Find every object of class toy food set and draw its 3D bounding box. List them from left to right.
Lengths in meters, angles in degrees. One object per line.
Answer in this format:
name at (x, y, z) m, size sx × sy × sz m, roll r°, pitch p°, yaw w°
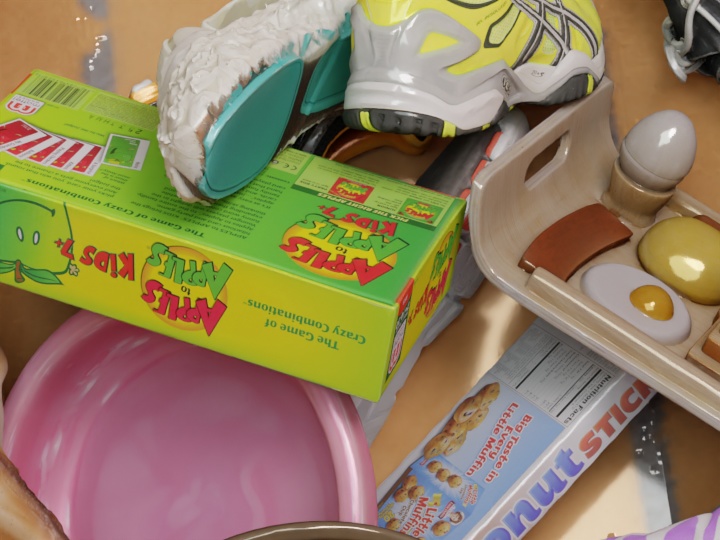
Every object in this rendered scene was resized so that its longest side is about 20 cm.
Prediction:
toy food set at (0.156, -0.003, 1.237) m, size 0.200 × 0.143 × 0.061 m, roll 33°, pitch 123°, yaw 13°

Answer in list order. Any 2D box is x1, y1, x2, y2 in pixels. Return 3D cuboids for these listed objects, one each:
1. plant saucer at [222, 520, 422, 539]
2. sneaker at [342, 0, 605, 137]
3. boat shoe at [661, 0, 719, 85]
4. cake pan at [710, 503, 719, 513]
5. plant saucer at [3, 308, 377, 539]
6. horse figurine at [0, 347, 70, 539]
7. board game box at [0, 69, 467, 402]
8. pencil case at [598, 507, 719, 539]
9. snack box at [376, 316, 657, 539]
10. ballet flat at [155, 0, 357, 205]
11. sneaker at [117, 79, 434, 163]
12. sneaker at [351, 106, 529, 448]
plant saucer at (-0.019, 0.190, 1.178) m, size 0.199 × 0.029 × 0.201 m, roll -1°, pitch 108°, yaw -5°
sneaker at (0.056, -0.110, 1.253) m, size 0.075 × 0.200 × 0.077 m, roll 6°, pitch 106°, yaw 22°
boat shoe at (0.165, -0.112, 1.305) m, size 0.199 × 0.074 × 0.068 m, roll 36°, pitch 101°, yaw 19°
cake pan at (0.203, 0.155, 1.196) m, size 0.200 × 0.037 × 0.201 m, roll -24°, pitch 39°, yaw 22°
plant saucer at (-0.072, 0.106, 1.250) m, size 0.200 × 0.051 × 0.202 m, roll -3°, pitch 84°, yaw 32°
horse figurine at (-0.183, 0.074, 1.267) m, size 0.050 × 0.132 × 0.201 m, roll 4°, pitch 64°, yaw -39°
board game box at (-0.067, -0.017, 1.210) m, size 0.199 × 0.102 × 0.048 m, roll 17°, pitch 121°, yaw 11°
pencil case at (0.162, 0.127, 1.168) m, size 0.199 × 0.086 × 0.084 m, roll -15°, pitch 112°, yaw 30°
snack box at (0.055, 0.087, 1.267) m, size 0.200 × 0.024 × 0.072 m, roll -46°, pitch 36°, yaw -7°
ballet flat at (-0.046, -0.081, 1.210) m, size 0.071 × 0.200 × 0.072 m, roll 8°, pitch 111°, yaw 22°
sneaker at (-0.057, -0.054, 1.309) m, size 0.199 × 0.078 × 0.077 m, roll -28°, pitch 80°, yaw -3°
sneaker at (0.000, 0.000, 1.291) m, size 0.082 × 0.077 × 0.200 m, roll 31°, pitch 80°, yaw 19°
